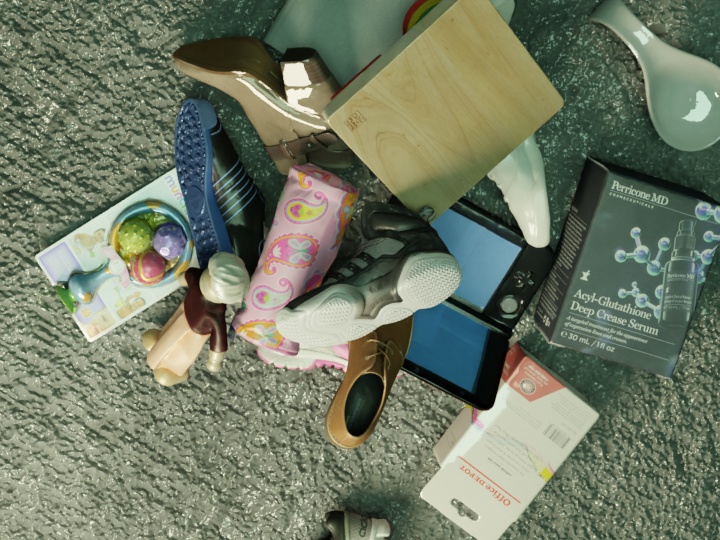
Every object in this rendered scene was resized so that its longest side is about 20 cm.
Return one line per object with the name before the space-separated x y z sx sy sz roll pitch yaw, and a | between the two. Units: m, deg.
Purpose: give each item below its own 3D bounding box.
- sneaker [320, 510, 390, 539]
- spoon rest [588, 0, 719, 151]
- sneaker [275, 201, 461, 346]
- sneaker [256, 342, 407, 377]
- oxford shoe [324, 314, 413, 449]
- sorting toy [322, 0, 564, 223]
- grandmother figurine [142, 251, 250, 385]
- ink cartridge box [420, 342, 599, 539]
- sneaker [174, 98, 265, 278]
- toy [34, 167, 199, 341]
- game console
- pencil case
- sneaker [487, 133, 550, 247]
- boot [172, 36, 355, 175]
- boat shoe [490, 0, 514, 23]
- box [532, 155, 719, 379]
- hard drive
sneaker | -0.045 0.361 1.815 0.087 0.074 0.202 27 98 -7
spoon rest | 0.332 -0.215 1.721 0.099 0.061 0.200 -44 102 6
sneaker | 0.000 0.000 1.631 0.198 0.115 0.076 -19 143 3
sneaker | -0.013 0.065 1.743 0.197 0.081 0.089 6 104 -7
oxford shoe | 0.019 0.089 1.649 0.070 0.071 0.203 17 78 -9
sorting toy | 0.078 -0.180 1.622 0.198 0.070 0.200 -41 133 6
grandmother figurine | -0.172 0.049 1.672 0.060 0.200 0.122 -16 66 -38
ink cartridge box | 0.164 0.200 1.798 0.116 0.068 0.201 37 96 -12
sneaker | -0.147 -0.089 1.707 0.077 0.070 0.203 -11 94 -39
toy | -0.243 -0.016 1.720 0.199 0.047 0.116 -31 104 3
game console | 0.098 0.022 1.721 0.198 0.119 0.173 27 109 -11
pencil case | -0.072 -0.011 1.668 0.086 0.087 0.202 21 100 -10
sneaker | 0.155 -0.119 1.726 0.087 0.075 0.203 -13 93 4
boot | -0.098 -0.170 1.683 0.198 0.070 0.147 9 134 28
boat shoe | 0.081 -0.230 1.694 0.069 0.072 0.200 46 104 23
box | 0.297 -0.004 1.743 0.147 0.107 0.202 16 100 -8
hard drive | 0.007 -0.292 1.667 0.139 0.033 0.201 33 98 9
